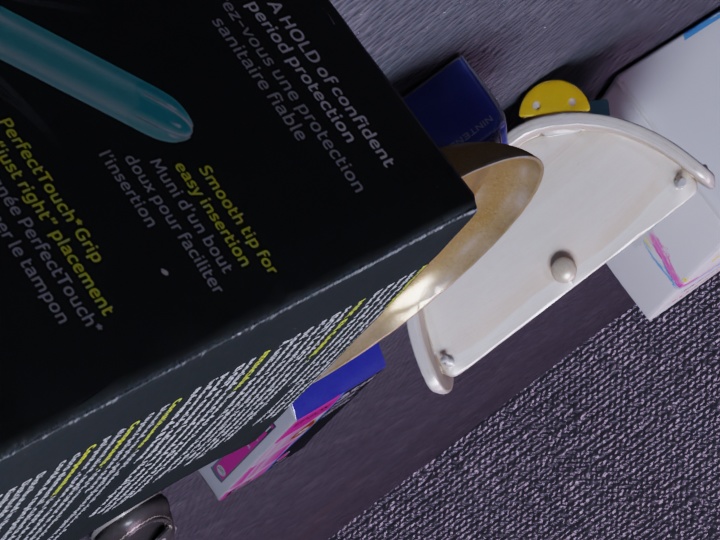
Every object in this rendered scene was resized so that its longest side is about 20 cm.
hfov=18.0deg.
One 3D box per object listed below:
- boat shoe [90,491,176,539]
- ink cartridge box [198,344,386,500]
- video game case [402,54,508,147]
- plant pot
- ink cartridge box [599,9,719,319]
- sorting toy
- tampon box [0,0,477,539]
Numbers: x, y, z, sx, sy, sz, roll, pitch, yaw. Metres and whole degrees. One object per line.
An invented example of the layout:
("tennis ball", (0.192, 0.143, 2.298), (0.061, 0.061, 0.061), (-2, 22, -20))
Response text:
("boat shoe", (-0.165, 0.213, 1.726), (0.067, 0.057, 0.200), (-33, 171, -15))
("ink cartridge box", (-0.044, 0.099, 1.679), (0.094, 0.037, 0.200), (-30, 167, -36))
("video game case", (-0.012, -0.016, 1.169), (0.199, 0.046, 0.181), (-36, 172, 0))
("plant pot", (0.000, 0.000, 1.081), (0.199, 0.028, 0.200), (-34, 166, -9))
("ink cartridge box", (0.222, -0.070, 1.509), (0.128, 0.126, 0.200), (-33, 170, -19))
("sorting toy", (0.101, -0.035, 1.361), (0.200, 0.107, 0.180), (-38, 178, 8))
("tampon box", (-0.106, -0.009, 0.515), (0.199, 0.150, 0.126), (-27, 167, -44))
